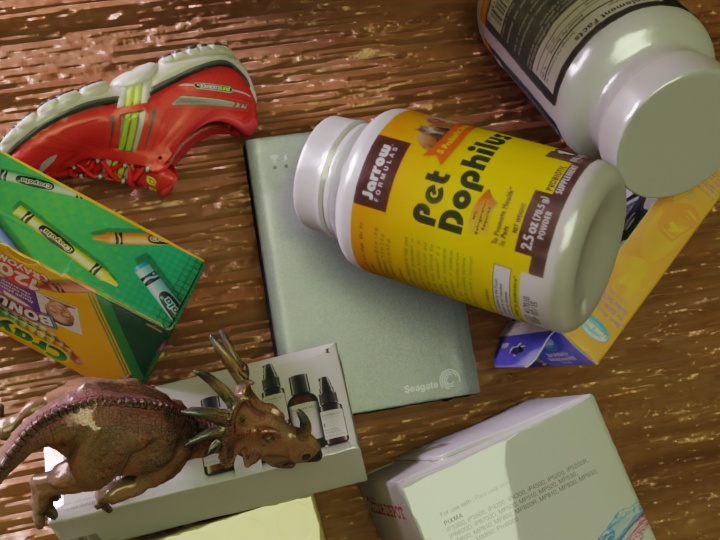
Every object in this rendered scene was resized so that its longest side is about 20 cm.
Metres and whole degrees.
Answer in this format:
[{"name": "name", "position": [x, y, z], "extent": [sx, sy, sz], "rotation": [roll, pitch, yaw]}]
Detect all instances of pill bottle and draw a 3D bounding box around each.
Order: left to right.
[{"name": "pill bottle", "position": [0.060, -0.039, 0.813], "extent": [0.199, 0.109, 0.110], "rotation": [17, 78, 25]}, {"name": "pill bottle", "position": [0.167, -0.144, 0.861], "extent": [0.116, 0.117, 0.200], "rotation": [-17, 43, -12]}]

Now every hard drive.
[{"name": "hard drive", "position": [0.000, 0.000, 0.901], "extent": [0.138, 0.033, 0.202], "rotation": [-8, 84, -12]}]

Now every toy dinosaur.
[{"name": "toy dinosaur", "position": [-0.130, 0.088, 0.723], "extent": [0.199, 0.135, 0.086], "rotation": [-1, 73, -48]}]

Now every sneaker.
[{"name": "sneaker", "position": [-0.159, -0.084, 0.858], "extent": [0.199, 0.077, 0.085], "rotation": [-26, 88, -13]}]

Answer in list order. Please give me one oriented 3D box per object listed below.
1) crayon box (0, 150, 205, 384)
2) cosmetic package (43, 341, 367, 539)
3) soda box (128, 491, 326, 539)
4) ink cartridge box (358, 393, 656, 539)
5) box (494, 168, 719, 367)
[{"name": "crayon box", "position": [-0.209, -0.006, 0.812], "extent": [0.199, 0.119, 0.059], "rotation": [28, 57, -6]}, {"name": "cosmetic package", "position": [-0.102, 0.113, 0.822], "extent": [0.198, 0.051, 0.083], "rotation": [-14, 53, -1]}, {"name": "soda box", "position": [-0.119, 0.204, 0.835], "extent": [0.199, 0.064, 0.068], "rotation": [-15, 85, -12]}, {"name": "ink cartridge box", "position": [0.108, 0.199, 0.837], "extent": [0.144, 0.145, 0.201], "rotation": [-23, 88, -13]}, {"name": "box", "position": [0.172, -0.002, 0.890], "extent": [0.041, 0.119, 0.200], "rotation": [39, 78, -7]}]
